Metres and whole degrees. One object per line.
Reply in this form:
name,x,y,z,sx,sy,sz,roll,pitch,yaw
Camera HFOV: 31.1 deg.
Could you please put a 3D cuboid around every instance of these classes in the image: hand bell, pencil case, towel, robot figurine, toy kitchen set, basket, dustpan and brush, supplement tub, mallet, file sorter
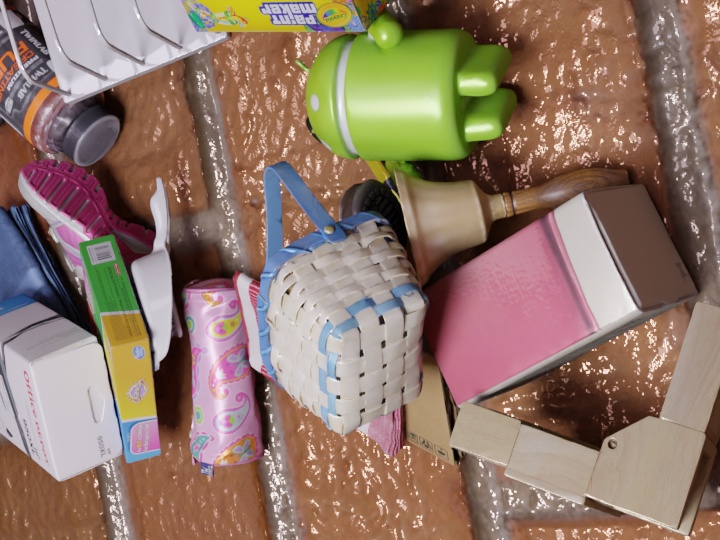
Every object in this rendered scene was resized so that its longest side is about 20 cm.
hand bell,0.136,-0.058,1.121,0.197,0.104,0.106,-13,90,3
pencil case,-0.149,0.110,1.381,0.086,0.087,0.204,4,101,35
towel,-0.403,0.026,1.577,0.112,0.048,0.201,-43,73,36
robot figurine,0.038,-0.159,1.171,0.197,0.116,0.177,2,126,21
toy kitchen set,0.213,0.113,1.111,0.198,0.163,0.183,17,82,25
towel,-0.041,0.091,1.263,0.198,0.023,0.145,29,147,25
basket,-0.029,0.027,1.107,0.200,0.138,0.178,45,149,35
dustpan and brush,-0.216,0.003,1.375,0.139,0.056,0.203,153,105,-74
supplement tub,-0.365,-0.207,1.473,0.199,0.107,0.108,39,118,15
mallet,0.028,-0.100,1.255,0.200,0.041,0.066,48,119,15
file sorter,-0.262,-0.281,1.340,0.197,0.124,0.141,-20,84,12

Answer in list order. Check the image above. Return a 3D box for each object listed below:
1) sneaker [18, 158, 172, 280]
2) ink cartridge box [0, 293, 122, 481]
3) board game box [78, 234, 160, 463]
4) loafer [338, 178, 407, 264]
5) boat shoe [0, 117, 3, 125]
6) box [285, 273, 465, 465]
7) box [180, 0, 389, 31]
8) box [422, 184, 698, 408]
sneaker,-0.311,-0.039,1.456,0.200,0.081,0.088,43,129,-2
ink cartridge box,-0.355,0.126,1.441,0.199,0.083,0.147,19,124,51
board game box,-0.259,0.087,1.399,0.202,0.040,0.154,94,156,-47
loafer,0.000,0.000,1.220,0.070,0.073,0.202,20,135,29
boat shoe,-0.455,-0.266,1.561,0.060,0.075,0.203,24,122,32
box,0.009,0.094,1.248,0.198,0.021,0.165,25,146,31
box,-0.050,-0.320,1.161,0.198,0.194,0.123,8,139,35
box,0.164,0.022,1.112,0.199,0.127,0.110,-33,77,34
